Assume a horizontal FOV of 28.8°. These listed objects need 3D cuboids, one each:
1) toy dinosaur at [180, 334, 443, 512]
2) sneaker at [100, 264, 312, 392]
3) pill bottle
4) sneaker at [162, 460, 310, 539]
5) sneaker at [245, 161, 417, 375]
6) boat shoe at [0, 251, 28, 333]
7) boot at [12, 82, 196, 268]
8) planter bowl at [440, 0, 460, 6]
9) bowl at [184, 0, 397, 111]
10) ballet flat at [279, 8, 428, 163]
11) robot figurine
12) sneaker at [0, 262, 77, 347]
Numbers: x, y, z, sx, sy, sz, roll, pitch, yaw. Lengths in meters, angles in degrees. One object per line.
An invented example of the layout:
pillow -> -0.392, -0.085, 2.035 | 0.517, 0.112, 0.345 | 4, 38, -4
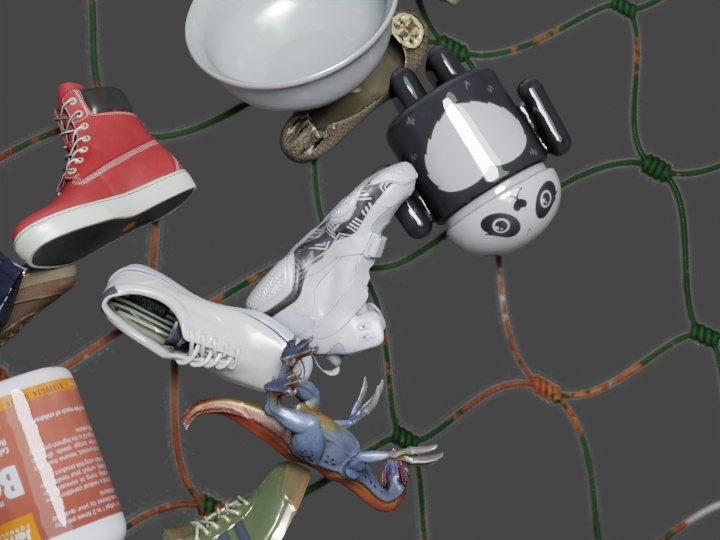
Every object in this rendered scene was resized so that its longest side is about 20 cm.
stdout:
toy dinosaur -> -0.030, 0.149, 1.236 | 0.199, 0.105, 0.182 | -16, 119, 8
sneaker -> -0.140, 0.063, 1.240 | 0.199, 0.071, 0.073 | 23, 114, 1
pill bottle -> -0.263, 0.191, 1.174 | 0.112, 0.112, 0.201 | -20, 82, -15
sneaker -> -0.127, 0.240, 1.215 | 0.090, 0.067, 0.201 | 32, 76, -8
sneaker -> 0.000, 0.000, 1.275 | 0.200, 0.075, 0.115 | -44, 95, 7
boat shoe -> -0.369, -0.013, 1.150 | 0.200, 0.075, 0.093 | 33, 86, -8
boot -> -0.255, -0.091, 1.231 | 0.144, 0.072, 0.200 | 53, 40, 4
planter bowl -> 0.075, -0.339, 1.335 | 0.200, 0.200, 0.135 | 33, 99, -3
bowl -> -0.054, -0.214, 1.299 | 0.200, 0.091, 0.202 | -8, 51, 11
ballet flat -> -0.002, -0.180, 1.344 | 0.067, 0.046, 0.200 | 45, 73, 0
robot figurine -> 0.102, -0.109, 1.309 | 0.125, 0.150, 0.200 | -24, 82, -54
sneaker -> -0.337, 0.050, 1.224 | 0.199, 0.070, 0.076 | -19, 101, -12
